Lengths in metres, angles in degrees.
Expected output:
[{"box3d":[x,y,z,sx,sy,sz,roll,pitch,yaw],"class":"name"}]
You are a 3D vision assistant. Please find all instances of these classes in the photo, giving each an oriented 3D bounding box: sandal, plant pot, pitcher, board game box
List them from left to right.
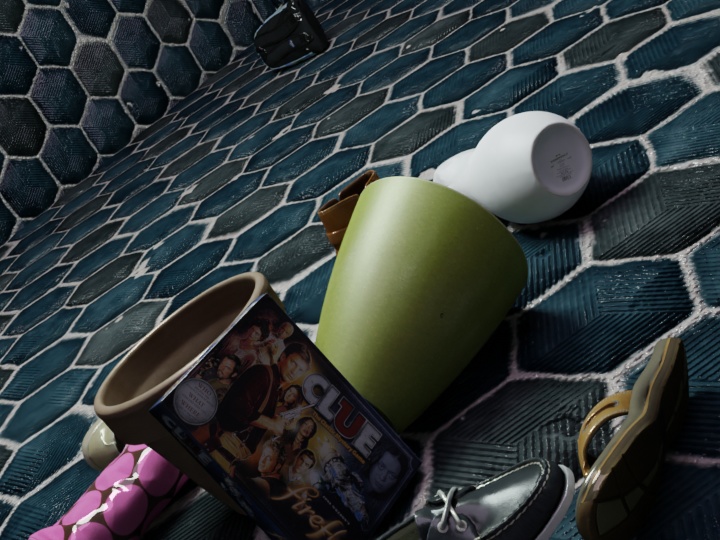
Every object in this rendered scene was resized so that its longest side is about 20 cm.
[{"box3d":[-0.123,0.130,0.933,0.199,0.176,0.201,-31,19,12],"class":"plant pot"},{"box3d":[-0.056,0.137,0.806,0.136,0.200,0.035,-48,8,-35],"class":"board game box"},{"box3d":[0.037,0.050,0.929,0.186,0.187,0.202,-5,47,48],"class":"plant pot"},{"box3d":[0.197,-0.124,1.143,0.170,0.123,0.199,-29,8,-20],"class":"pitcher"},{"box3d":[0.183,0.115,0.688,0.053,0.081,0.200,5,34,31],"class":"sandal"}]

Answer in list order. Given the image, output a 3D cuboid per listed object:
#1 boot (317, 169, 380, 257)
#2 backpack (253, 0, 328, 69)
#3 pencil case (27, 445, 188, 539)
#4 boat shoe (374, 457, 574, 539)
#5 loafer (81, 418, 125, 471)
[{"box3d":[0.000,0.000,1.073,0.076,0.156,0.200,-2,37,50],"class":"boot"},{"box3d":[-0.197,-0.632,2.681,0.198,0.164,0.154,-28,13,28],"class":"backpack"},{"box3d":[-0.255,0.238,1.013,0.093,0.092,0.200,24,49,22],"class":"pencil case"},{"box3d":[0.056,0.186,0.666,0.200,0.060,0.076,-45,12,17],"class":"boat shoe"},{"box3d":[-0.252,0.160,1.196,0.068,0.076,0.201,-4,45,47],"class":"loafer"}]
